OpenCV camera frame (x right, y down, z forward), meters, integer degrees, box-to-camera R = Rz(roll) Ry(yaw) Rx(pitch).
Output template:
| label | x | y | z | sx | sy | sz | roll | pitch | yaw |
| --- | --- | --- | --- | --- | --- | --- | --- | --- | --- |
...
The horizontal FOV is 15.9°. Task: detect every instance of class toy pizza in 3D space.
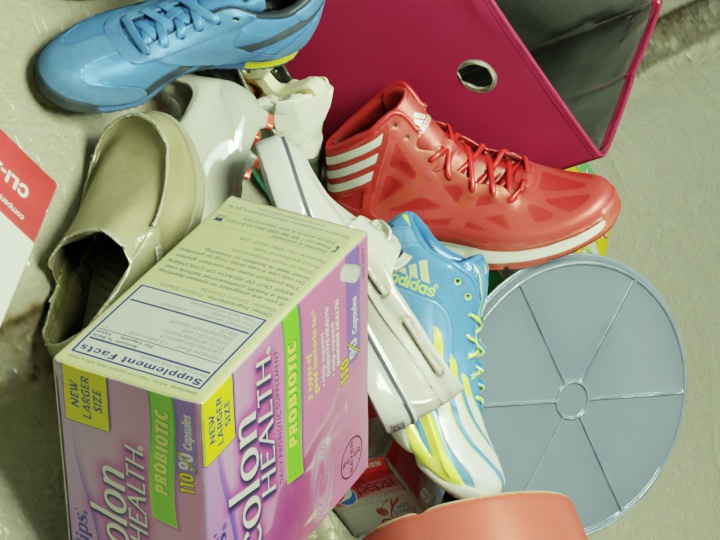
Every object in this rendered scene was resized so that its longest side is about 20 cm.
| label | x | y | z | sx | sy | sz | roll | pitch | yaw |
| --- | --- | --- | --- | --- | --- | --- | --- | --- | --- |
| toy pizza | 0.137 | 0.086 | 1.757 | 0.200 | 0.032 | 0.200 | -5 | 101 | -28 |

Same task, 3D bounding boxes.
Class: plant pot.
| label | x | y | z | sx | sy | sz | roll | pitch | yaw |
| --- | --- | --- | --- | --- | --- | --- | --- | --- | --- |
| plant pot | 0.085 | 0.244 | 1.651 | 0.200 | 0.200 | 0.177 | 13 | 61 | -52 |

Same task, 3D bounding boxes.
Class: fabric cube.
| label | x | y | z | sx | sy | sz | roll | pitch | yaw |
| --- | --- | --- | --- | --- | --- | --- | --- | --- | --- |
| fabric cube | 0.063 | -0.178 | 1.813 | 0.196 | 0.199 | 0.200 | 54 | 38 | -25 |

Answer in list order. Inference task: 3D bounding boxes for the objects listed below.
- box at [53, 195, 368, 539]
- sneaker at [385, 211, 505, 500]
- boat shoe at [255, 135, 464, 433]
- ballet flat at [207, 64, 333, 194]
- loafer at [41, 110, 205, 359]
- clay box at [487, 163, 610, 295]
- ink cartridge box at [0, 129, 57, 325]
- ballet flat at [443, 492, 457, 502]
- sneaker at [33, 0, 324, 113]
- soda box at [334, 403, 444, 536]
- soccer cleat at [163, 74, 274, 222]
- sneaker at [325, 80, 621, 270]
| label | x | y | z | sx | sy | sz | roll | pitch | yaw |
| --- | --- | --- | --- | --- | --- | --- | --- | --- | --- |
| box | -0.080 | 0.085 | 1.502 | 0.200 | 0.097 | 0.176 | -45 | 143 | -49 |
| sneaker | 0.053 | 0.050 | 1.655 | 0.200 | 0.105 | 0.076 | 55 | 16 | 3 |
| boat shoe | 0.000 | 0.000 | 1.604 | 0.200 | 0.066 | 0.072 | 63 | -3 | 7 |
| ballet flat | -0.065 | -0.128 | 1.724 | 0.200 | 0.068 | 0.068 | 59 | 35 | -18 |
| loafer | -0.145 | -0.016 | 1.553 | 0.068 | 0.076 | 0.200 | 39 | 46 | -47 |
| clay box | 0.124 | -0.022 | 1.840 | 0.115 | 0.048 | 0.200 | 52 | 33 | -26 |
| ink cartridge box | -0.257 | 0.023 | 1.316 | 0.084 | 0.144 | 0.200 | 45 | 41 | -31 |
| ballet flat | 0.078 | 0.191 | 1.795 | 0.064 | 0.067 | 0.200 | -3 | 75 | -27 |
| sneaker | -0.111 | -0.155 | 1.614 | 0.200 | 0.078 | 0.066 | -17 | 68 | -30 |
| soda box | 0.036 | 0.086 | 1.764 | 0.063 | 0.070 | 0.200 | 53 | 38 | -26 |
| soccer cleat | -0.113 | -0.033 | 1.627 | 0.078 | 0.069 | 0.200 | 20 | 62 | -14 |
| sneaker | 0.068 | -0.066 | 1.719 | 0.078 | 0.200 | 0.116 | -79 | 158 | -52 |
